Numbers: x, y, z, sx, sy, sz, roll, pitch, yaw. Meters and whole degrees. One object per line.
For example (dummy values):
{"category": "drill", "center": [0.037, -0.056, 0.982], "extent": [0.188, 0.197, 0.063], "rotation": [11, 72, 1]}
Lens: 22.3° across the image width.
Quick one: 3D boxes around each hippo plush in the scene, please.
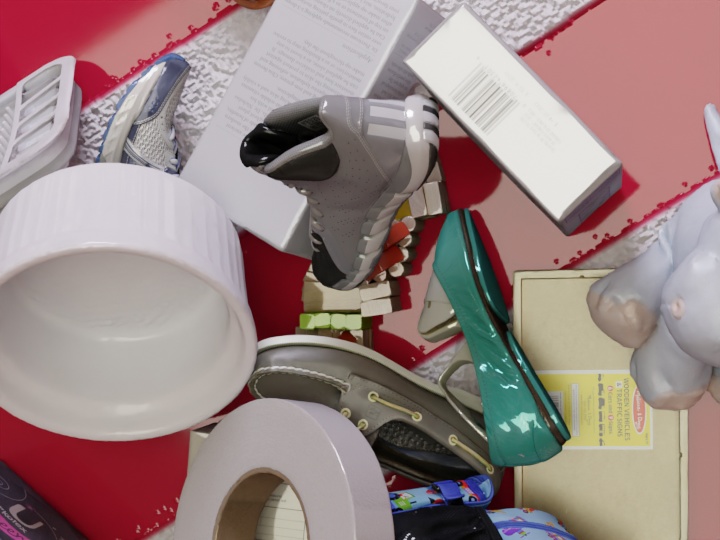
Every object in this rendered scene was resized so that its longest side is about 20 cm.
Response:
{"category": "hippo plush", "center": [0.263, 0.009, 1.206], "extent": [0.159, 0.161, 0.200], "rotation": [36, 84, -8]}

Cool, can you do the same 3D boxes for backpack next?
{"category": "backpack", "center": [0.079, 0.231, 1.252], "extent": [0.135, 0.199, 0.183], "rotation": [59, 145, 40]}

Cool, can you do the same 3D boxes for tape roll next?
{"category": "tape roll", "center": [-0.055, 0.187, 1.212], "extent": [0.202, 0.037, 0.204], "rotation": [-12, 74, 48]}

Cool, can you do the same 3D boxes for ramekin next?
{"category": "ramekin", "center": [-0.171, 0.019, 1.267], "extent": [0.199, 0.201, 0.098], "rotation": [-13, 46, 10]}

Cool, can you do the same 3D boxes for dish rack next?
{"category": "dish rack", "center": [-0.282, -0.067, 1.333], "extent": [0.199, 0.172, 0.044], "rotation": [-30, 117, 9]}

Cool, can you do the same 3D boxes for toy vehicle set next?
{"category": "toy vehicle set", "center": [0.172, 0.098, 1.307], "extent": [0.124, 0.027, 0.201], "rotation": [0, 91, 10]}

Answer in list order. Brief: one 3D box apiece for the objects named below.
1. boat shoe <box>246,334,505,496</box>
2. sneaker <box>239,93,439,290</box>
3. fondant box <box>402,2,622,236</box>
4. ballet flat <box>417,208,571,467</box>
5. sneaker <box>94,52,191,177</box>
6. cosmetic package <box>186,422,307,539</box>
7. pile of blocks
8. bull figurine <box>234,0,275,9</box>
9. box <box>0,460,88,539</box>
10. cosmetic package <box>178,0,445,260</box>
{"category": "boat shoe", "center": [0.011, 0.104, 1.285], "extent": [0.201, 0.060, 0.072], "rotation": [20, 134, -10]}
{"category": "sneaker", "center": [-0.030, -0.060, 1.212], "extent": [0.115, 0.200, 0.075], "rotation": [9, 56, -16]}
{"category": "fondant box", "center": [0.107, -0.096, 1.229], "extent": [0.058, 0.200, 0.144], "rotation": [-44, 83, 6]}
{"category": "ballet flat", "center": [0.079, 0.049, 1.277], "extent": [0.070, 0.067, 0.201], "rotation": [-26, 64, 8]}
{"category": "sneaker", "center": [-0.155, -0.061, 1.351], "extent": [0.085, 0.077, 0.201], "rotation": [22, 102, 0]}
{"category": "cosmetic package", "center": [-0.076, 0.217, 1.331], "extent": [0.103, 0.073, 0.201], "rotation": [6, 91, 11]}
{"category": "pile of blocks", "center": [0.000, 0.000, 1.320], "extent": [0.082, 0.062, 0.201], "rotation": [25, 94, 9]}
{"category": "bull figurine", "center": [-0.060, -0.293, 1.328], "extent": [0.121, 0.065, 0.201], "rotation": [29, 93, 13]}
{"category": "box", "center": [-0.248, 0.247, 1.332], "extent": [0.200, 0.132, 0.115], "rotation": [39, 96, 7]}
{"category": "cosmetic package", "center": [-0.034, -0.120, 1.311], "extent": [0.101, 0.071, 0.201], "rotation": [32, 95, 21]}
